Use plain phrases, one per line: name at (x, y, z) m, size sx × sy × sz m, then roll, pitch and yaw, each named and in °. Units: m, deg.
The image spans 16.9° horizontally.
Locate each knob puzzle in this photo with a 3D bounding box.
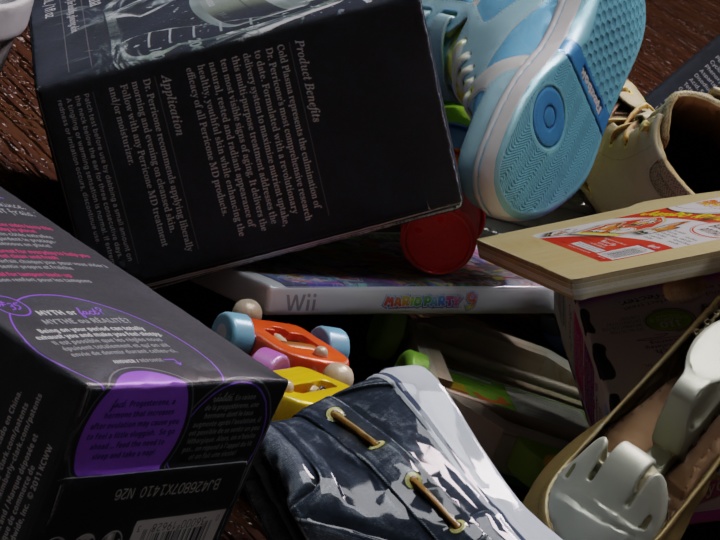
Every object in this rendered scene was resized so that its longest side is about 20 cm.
knob puzzle at (0.173, -0.011, 1.155) m, size 0.219 × 0.031 × 0.220 m, roll -10°, pitch 8°, yaw 1°

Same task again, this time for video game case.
video game case at (0.000, 0.000, 1.299) m, size 0.200 × 0.018 × 0.143 m, roll 0°, pitch 13°, yaw -33°

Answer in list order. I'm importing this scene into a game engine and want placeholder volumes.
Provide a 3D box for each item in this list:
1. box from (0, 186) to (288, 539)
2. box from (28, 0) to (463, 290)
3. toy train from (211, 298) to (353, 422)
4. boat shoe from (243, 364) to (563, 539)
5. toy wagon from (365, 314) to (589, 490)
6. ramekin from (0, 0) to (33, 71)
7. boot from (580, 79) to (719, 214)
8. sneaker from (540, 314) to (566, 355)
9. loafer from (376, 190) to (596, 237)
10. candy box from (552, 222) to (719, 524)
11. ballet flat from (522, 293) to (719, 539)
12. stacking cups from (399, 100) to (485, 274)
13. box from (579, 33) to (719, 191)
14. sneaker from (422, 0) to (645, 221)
box at (-0.149, 0.041, 0.919) m, size 0.200 × 0.106 × 0.122 m, roll 33°, pitch 17°, yaw 31°
box at (-0.066, -0.092, 1.277) m, size 0.196 × 0.124 × 0.200 m, roll -13°, pitch 22°, yaw -5°
toy train at (-0.072, 0.054, 1.091) m, size 0.200 × 0.056 × 0.150 m, roll 8°, pitch 13°, yaw -39°
boat shoe at (0.029, 0.128, 0.980) m, size 0.091 × 0.071 × 0.200 m, roll -19°, pitch 51°, yaw -26°
toy wagon at (0.085, 0.077, 1.248) m, size 0.155 × 0.040 × 0.200 m, roll 19°, pitch 17°, yaw -15°
ramekin at (-0.280, -0.127, 1.264) m, size 0.200 × 0.105 × 0.200 m, roll 19°, pitch 17°, yaw -6°
boot at (0.157, -0.083, 1.372) m, size 0.200 × 0.073 × 0.155 m, roll 62°, pitch -14°, yaw 10°
sneaker at (0.193, 0.066, 1.413) m, size 0.200 × 0.079 × 0.066 m, roll 11°, pitch 21°, yaw 31°
loafer at (0.046, -0.021, 1.454) m, size 0.200 × 0.070 × 0.070 m, roll 6°, pitch -14°, yaw -1°
candy box at (0.175, 0.042, 1.189) m, size 0.136 × 0.061 × 0.200 m, roll -6°, pitch 29°, yaw -2°
ballet flat at (0.125, 0.075, 1.049) m, size 0.069 × 0.200 × 0.063 m, roll 33°, pitch -24°, yaw 19°
stacking cups at (0.051, -0.048, 1.340) m, size 0.060 × 0.061 × 0.200 m, roll 21°, pitch 24°, yaw -6°
box at (0.229, -0.076, 1.532) m, size 0.107 × 0.200 × 0.148 m, roll 49°, pitch -9°, yaw 7°
sneaker at (0.066, -0.097, 1.311) m, size 0.130 × 0.080 × 0.200 m, roll 1°, pitch 39°, yaw 30°
